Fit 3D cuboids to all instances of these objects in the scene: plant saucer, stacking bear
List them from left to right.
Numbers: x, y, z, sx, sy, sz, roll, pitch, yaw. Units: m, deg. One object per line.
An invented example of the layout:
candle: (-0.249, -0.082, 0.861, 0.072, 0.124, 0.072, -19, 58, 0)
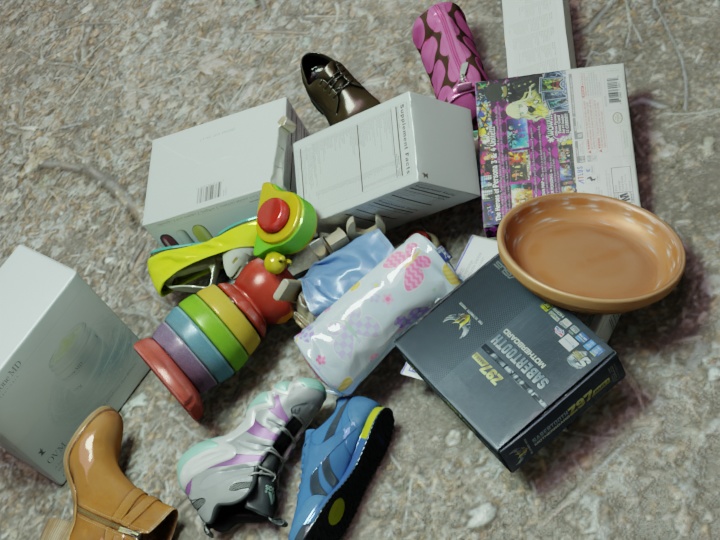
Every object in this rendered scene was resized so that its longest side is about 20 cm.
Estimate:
stacking bear: (-0.158, 0.066, 1.588, 0.200, 0.121, 0.114, -41, 81, -10)
plant saucer: (0.243, -0.015, 1.424, 0.199, 0.038, 0.200, 3, 36, -2)

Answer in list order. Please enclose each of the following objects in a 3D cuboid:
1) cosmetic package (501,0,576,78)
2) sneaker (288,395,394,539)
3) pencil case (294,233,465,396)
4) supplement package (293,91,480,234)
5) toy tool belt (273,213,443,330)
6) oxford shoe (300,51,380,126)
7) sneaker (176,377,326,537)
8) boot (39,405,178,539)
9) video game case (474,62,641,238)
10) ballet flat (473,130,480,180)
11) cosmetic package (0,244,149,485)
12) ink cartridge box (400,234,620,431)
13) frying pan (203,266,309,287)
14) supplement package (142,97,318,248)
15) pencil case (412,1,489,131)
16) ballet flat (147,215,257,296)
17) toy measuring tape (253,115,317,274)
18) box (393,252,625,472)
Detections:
cosmetic package: (0.230, -0.277, 1.706, 0.082, 0.051, 0.201, -14, 50, 20)
sneaker: (-0.038, 0.222, 1.445, 0.078, 0.066, 0.200, 13, 57, 27)
pencil case: (0.023, 0.049, 1.488, 0.200, 0.083, 0.091, -40, 88, 0)
supplement package: (0.029, -0.119, 1.587, 0.200, 0.109, 0.114, -18, 71, 43)
toy tool belt: (0.000, 0.000, 1.563, 0.200, 0.123, 0.125, -38, 47, -3)
oxford shoe: (-0.026, -0.230, 1.786, 0.073, 0.085, 0.200, -41, 48, -9)
sneaker: (-0.100, 0.221, 1.484, 0.200, 0.078, 0.140, -39, 48, 8)
boot: (-0.273, 0.259, 1.545, 0.154, 0.074, 0.201, 4, 69, 32)
video game case: (0.228, -0.141, 1.565, 0.180, 0.036, 0.201, -7, 63, 10)
ballet flat: (0.086, -0.148, 1.669, 0.199, 0.070, 0.068, 0, 55, 29)
cosmetic package: (-0.388, 0.115, 1.629, 0.123, 0.200, 0.200, 21, 67, 38)
ink cartridge box: (0.173, 0.064, 1.473, 0.199, 0.043, 0.199, 14, 63, 33)
frying pan: (-0.116, 0.014, 1.677, 0.190, 0.031, 0.115, -31, 48, -1)
supplement package: (-0.164, -0.108, 1.745, 0.199, 0.111, 0.156, -16, 49, 18)
pencil case: (0.122, -0.263, 1.725, 0.090, 0.094, 0.200, -25, 46, 9)
ballet flat: (-0.176, -0.013, 1.681, 0.199, 0.067, 0.067, -16, 68, 19)
toy measuring tape: (-0.080, -0.091, 1.575, 0.073, 0.074, 0.201, -2, 68, 27)
box: (0.152, 0.091, 1.399, 0.158, 0.051, 0.200, -39, 47, -5)
